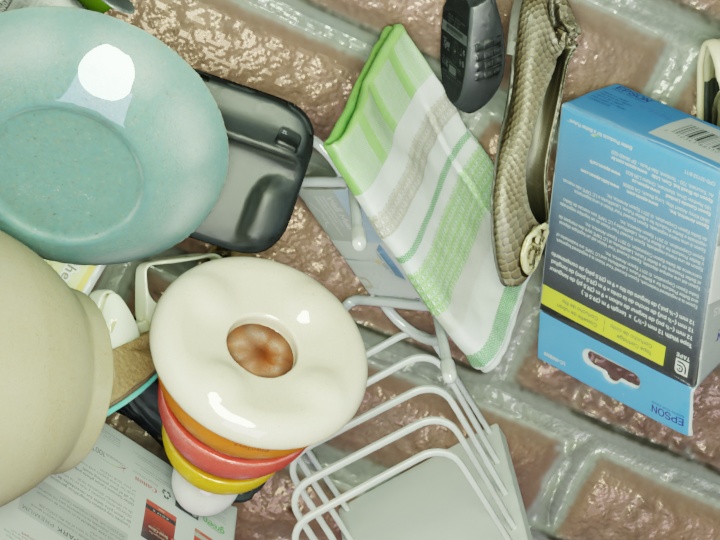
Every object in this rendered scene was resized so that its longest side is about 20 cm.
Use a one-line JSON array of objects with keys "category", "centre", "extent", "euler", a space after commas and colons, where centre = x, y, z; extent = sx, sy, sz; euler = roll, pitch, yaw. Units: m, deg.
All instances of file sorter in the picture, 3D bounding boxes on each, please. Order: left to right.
[{"category": "file sorter", "centre": [0.026, 0.150, 1.530], "extent": [0.138, 0.200, 0.125], "euler": [-28, 112, 8]}]

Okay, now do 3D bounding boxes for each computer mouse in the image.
[{"category": "computer mouse", "centre": [0.081, -0.201, 1.438], "extent": [0.034, 0.059, 0.201], "euler": [-3, 114, -17]}]

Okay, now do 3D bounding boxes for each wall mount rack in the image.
[{"category": "wall mount rack", "centre": [0.000, 0.000, 1.468], "extent": [0.075, 0.173, 0.200], "euler": [-48, 118, -24]}]

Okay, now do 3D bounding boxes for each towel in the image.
[{"category": "towel", "centre": [0.055, -0.050, 1.460], "extent": [0.031, 0.150, 0.200], "euler": [-18, 121, 31]}]

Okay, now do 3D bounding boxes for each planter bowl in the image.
[{"category": "planter bowl", "centre": [-0.239, 0.064, 1.363], "extent": [0.134, 0.200, 0.201], "euler": [9, 119, -38]}]

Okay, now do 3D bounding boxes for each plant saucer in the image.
[{"category": "plant saucer", "centre": [-0.182, -0.070, 1.357], "extent": [0.200, 0.039, 0.202], "euler": [2, 130, 3]}]

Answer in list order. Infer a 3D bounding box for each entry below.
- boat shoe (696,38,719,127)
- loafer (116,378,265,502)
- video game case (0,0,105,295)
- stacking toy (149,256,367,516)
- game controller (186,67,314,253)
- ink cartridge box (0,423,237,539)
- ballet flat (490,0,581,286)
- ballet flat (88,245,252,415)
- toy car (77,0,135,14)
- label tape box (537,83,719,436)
[{"category": "boat shoe", "centre": [0.253, -0.066, 1.510], "extent": [0.062, 0.071, 0.201], "euler": [-4, 113, -24]}, {"category": "loafer", "centre": [-0.137, 0.083, 1.556], "extent": [0.200, 0.068, 0.071], "euler": [43, 70, -17]}, {"category": "video game case", "centre": [-0.224, -0.084, 1.436], "extent": [0.182, 0.023, 0.201], "euler": [32, 85, -20]}, {"category": "stacking toy", "centre": [-0.090, 0.100, 1.457], "extent": [0.145, 0.147, 0.200], "euler": [14, 139, -13]}, {"category": "game controller", "centre": [-0.133, -0.084, 1.414], "extent": [0.199, 0.042, 0.105], "euler": [19, 104, -2]}, {"category": "ink cartridge box", "centre": [-0.189, 0.196, 1.483], "extent": [0.200, 0.176, 0.084], "euler": [37, 122, -25]}, {"category": "ballet flat", "centre": [0.118, -0.088, 1.459], "extent": [0.046, 0.067, 0.201], "euler": [6, 89, 15]}, {"category": "ballet flat", "centre": [-0.144, 0.034, 1.480], "extent": [0.200, 0.068, 0.073], "euler": [-32, 113, -33]}, {"category": "toy car", "centre": [-0.177, -0.226, 1.310], "extent": [0.164, 0.200, 0.158], "euler": [39, 107, -23]}, {"category": "label tape box", "centre": [0.200, -0.008, 1.496], "extent": [0.066, 0.143, 0.201], "euler": [-23, 127, -38]}]
